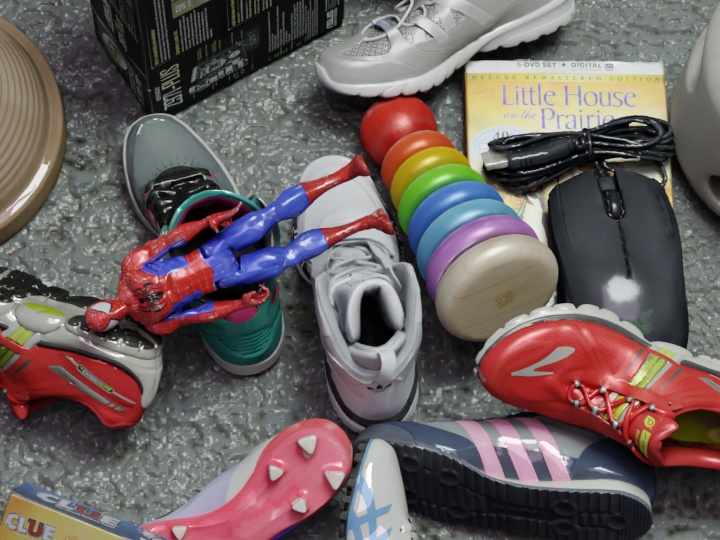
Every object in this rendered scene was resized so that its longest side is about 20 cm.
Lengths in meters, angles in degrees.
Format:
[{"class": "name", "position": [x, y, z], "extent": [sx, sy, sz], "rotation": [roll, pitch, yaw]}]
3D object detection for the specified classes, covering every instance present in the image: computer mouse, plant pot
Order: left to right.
[{"class": "plant pot", "position": [-0.304, -0.110, 1.397], "extent": [0.200, 0.093, 0.201], "rotation": [1, 67, -2]}, {"class": "computer mouse", "position": [0.164, -0.014, 1.365], "extent": [0.138, 0.053, 0.201], "rotation": [-8, 70, -7]}]

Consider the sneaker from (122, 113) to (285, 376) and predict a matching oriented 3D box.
[{"class": "sneaker", "position": [-0.109, -0.037, 1.359], "extent": [0.083, 0.121, 0.200], "rotation": [-24, 71, -11]}]

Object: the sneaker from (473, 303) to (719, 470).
[{"class": "sneaker", "position": [0.170, 0.081, 1.289], "extent": [0.199, 0.077, 0.085], "rotation": [14, 29, -10]}]

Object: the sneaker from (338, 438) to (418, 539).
[{"class": "sneaker", "position": [0.026, 0.204, 1.284], "extent": [0.072, 0.072, 0.201], "rotation": [-7, 81, 8]}]

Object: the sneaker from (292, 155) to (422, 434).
[{"class": "sneaker", "position": [0.000, 0.000, 1.351], "extent": [0.075, 0.115, 0.201], "rotation": [-9, 69, -6]}]

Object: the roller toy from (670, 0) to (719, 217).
[{"class": "roller toy", "position": [0.312, -0.116, 1.391], "extent": [0.182, 0.140, 0.200], "rotation": [-17, 71, -12]}]

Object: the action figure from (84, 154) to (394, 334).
[{"class": "action figure", "position": [-0.080, -0.009, 1.281], "extent": [0.200, 0.052, 0.066], "rotation": [-24, 106, -2]}]

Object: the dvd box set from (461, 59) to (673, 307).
[{"class": "dvd box set", "position": [0.145, -0.051, 1.423], "extent": [0.146, 0.029, 0.201], "rotation": [1, 69, -2]}]

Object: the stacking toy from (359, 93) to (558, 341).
[{"class": "stacking toy", "position": [0.056, -0.049, 1.375], "extent": [0.085, 0.086, 0.200], "rotation": [-19, 49, -10]}]

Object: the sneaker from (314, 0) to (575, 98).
[{"class": "sneaker", "position": [0.052, -0.184, 1.433], "extent": [0.200, 0.082, 0.075], "rotation": [-26, 31, -19]}]

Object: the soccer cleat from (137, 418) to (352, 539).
[{"class": "soccer cleat", "position": [-0.090, 0.163, 1.318], "extent": [0.200, 0.076, 0.067], "rotation": [-35, 94, 3]}]

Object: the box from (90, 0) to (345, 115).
[{"class": "box", "position": [-0.098, -0.211, 1.387], "extent": [0.164, 0.200, 0.086], "rotation": [-30, 71, -13]}]

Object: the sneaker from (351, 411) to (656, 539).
[{"class": "sneaker", "position": [0.095, 0.122, 1.343], "extent": [0.199, 0.070, 0.082], "rotation": [12, 46, 4]}]

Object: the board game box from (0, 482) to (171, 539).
[{"class": "board game box", "position": [-0.142, 0.231, 1.266], "extent": [0.199, 0.035, 0.136], "rotation": [21, 97, 6]}]

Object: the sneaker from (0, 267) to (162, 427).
[{"class": "sneaker", "position": [-0.226, 0.053, 1.339], "extent": [0.199, 0.077, 0.085], "rotation": [18, 106, 18]}]
